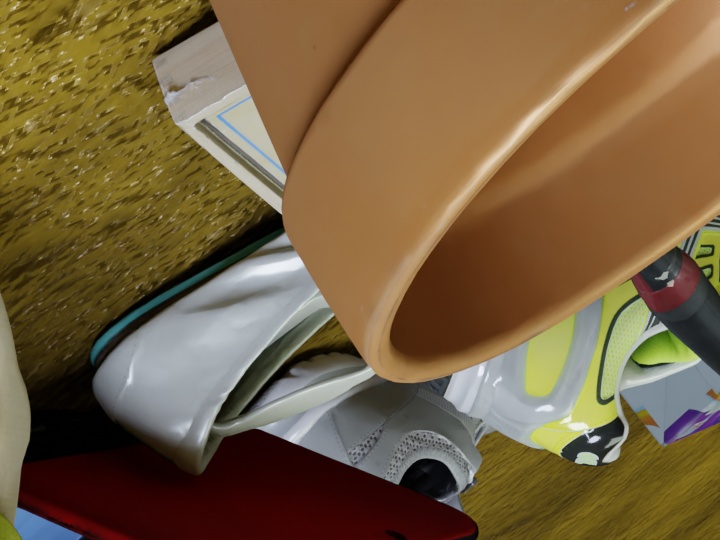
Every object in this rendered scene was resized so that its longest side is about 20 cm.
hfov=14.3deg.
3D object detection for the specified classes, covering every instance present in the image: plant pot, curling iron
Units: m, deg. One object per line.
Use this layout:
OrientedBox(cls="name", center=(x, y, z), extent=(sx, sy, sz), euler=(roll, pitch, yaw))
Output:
OrientedBox(cls="plant pot", center=(0.041, -0.089, 0.679), extent=(0.200, 0.140, 0.200), euler=(-36, 165, -11))
OrientedBox(cls="curling iron", center=(0.090, 0.005, 0.929), extent=(0.049, 0.026, 0.200), euler=(-23, 153, 23))

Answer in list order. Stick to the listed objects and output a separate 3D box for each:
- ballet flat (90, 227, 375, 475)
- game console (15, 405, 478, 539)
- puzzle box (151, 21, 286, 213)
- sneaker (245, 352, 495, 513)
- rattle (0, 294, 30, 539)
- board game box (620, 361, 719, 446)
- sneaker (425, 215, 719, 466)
OrientedBox(cls="ballet flat", center=(0.000, 0.000, 0.993), extent=(0.200, 0.070, 0.069), euler=(-37, 165, -6))
OrientedBox(cls="game console", center=(-0.083, 0.111, 1.022), extent=(0.172, 0.119, 0.200), euler=(-44, 164, 19))
OrientedBox(cls="puzzle box", center=(0.040, -0.045, 0.866), extent=(0.133, 0.026, 0.200), euler=(-28, 150, 15))
OrientedBox(cls="sneaker", center=(0.021, 0.078, 1.236), extent=(0.075, 0.082, 0.200), euler=(-46, 163, 29))
OrientedBox(cls="rattle", center=(-0.167, 0.024, 0.745), extent=(0.131, 0.142, 0.200), euler=(-67, 157, -20))
OrientedBox(cls="board game box", center=(0.188, -0.004, 1.342), extent=(0.103, 0.105, 0.200), euler=(-46, 162, 30))
OrientedBox(cls="sneaker", center=(0.106, -0.005, 1.036), extent=(0.200, 0.076, 0.075), euler=(-47, 169, -27))
